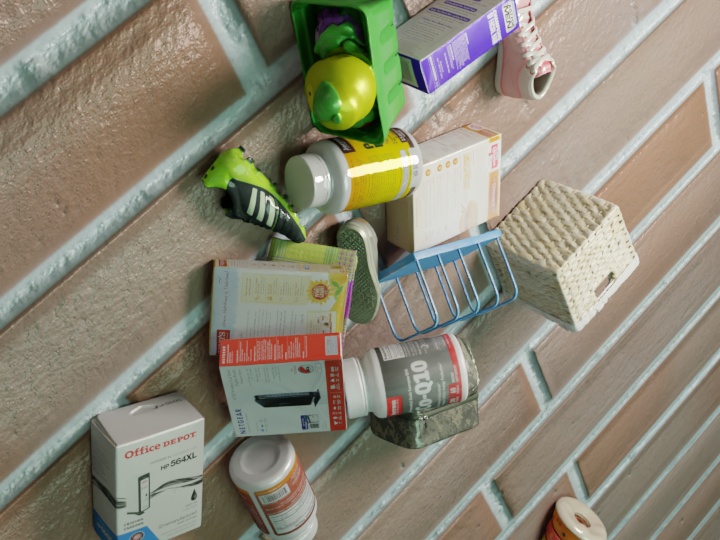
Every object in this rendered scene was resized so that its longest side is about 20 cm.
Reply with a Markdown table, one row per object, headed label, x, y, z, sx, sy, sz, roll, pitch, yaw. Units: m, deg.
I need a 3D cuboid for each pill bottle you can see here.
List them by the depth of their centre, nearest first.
| label | x | y | z | sx | sy | sz | roll | pitch | yaw |
| --- | --- | --- | --- | --- | --- | --- | --- | --- | --- |
| pill bottle | -0.011 | -0.146 | 1.404 | 0.198 | 0.109 | 0.110 | -16 | 123 | -36 |
| pill bottle | 0.067 | 0.176 | 1.546 | 0.197 | 0.114 | 0.115 | -11 | 123 | -7 |
| pill bottle | -0.137 | 0.372 | 1.573 | 0.112 | 0.112 | 0.201 | -36 | 133 | -21 |

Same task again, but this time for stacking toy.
| label | x | y | z | sx | sy | sz | roll | pitch | yaw |
| --- | --- | --- | --- | --- | --- | --- | --- | --- | --- |
| stacking toy | 0.491 | 0.668 | 2.309 | 0.145 | 0.146 | 0.201 | 11 | 120 | -44 |

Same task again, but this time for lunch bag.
| label | x | y | z | sx | sy | sz | roll | pitch | yaw |
| --- | --- | --- | --- | --- | --- | --- | --- | --- | --- |
| lunch bag | 0.114 | 0.210 | 1.701 | 0.198 | 0.139 | 0.170 | -10 | 103 | -39 |

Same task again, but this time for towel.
| label | x | y | z | sx | sy | sz | roll | pitch | yaw |
| --- | --- | --- | --- | --- | --- | --- | --- | --- | --- |
| towel | -0.087 | 0.055 | 1.446 | 0.142 | 0.023 | 0.202 | 9 | 103 | -9 |

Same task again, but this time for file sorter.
| label | x | y | z | sx | sy | sz | roll | pitch | yaw |
| --- | --- | --- | --- | --- | --- | --- | --- | --- | --- |
| file sorter | 0.144 | 0.027 | 1.587 | 0.198 | 0.138 | 0.124 | -16 | 82 | -36 |

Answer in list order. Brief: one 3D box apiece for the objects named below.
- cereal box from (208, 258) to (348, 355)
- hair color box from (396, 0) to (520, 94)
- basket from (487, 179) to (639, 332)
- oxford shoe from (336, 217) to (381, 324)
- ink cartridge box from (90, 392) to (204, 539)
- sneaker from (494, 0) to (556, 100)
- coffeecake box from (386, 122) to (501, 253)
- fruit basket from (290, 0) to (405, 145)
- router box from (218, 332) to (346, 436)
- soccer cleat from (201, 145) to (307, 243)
| label | x | y | z | sx | sy | sz | roll | pitch | yaw |
| --- | --- | --- | --- | --- | --- | --- | --- | --- | --- |
| cereal box | -0.123 | 0.059 | 1.401 | 0.197 | 0.040 | 0.146 | 4 | 113 | -9 |
| hair color box | 0.132 | -0.353 | 1.420 | 0.200 | 0.109 | 0.065 | -40 | 134 | -18 |
| basket | 0.371 | -0.032 | 1.748 | 0.198 | 0.199 | 0.161 | -45 | 133 | -14 |
| oxford shoe | 0.000 | 0.000 | 1.531 | 0.058 | 0.074 | 0.202 | -64 | 155 | -51 |
| ink cartridge box | -0.312 | 0.300 | 1.394 | 0.145 | 0.084 | 0.202 | -14 | 122 | -36 |
| sneaker | 0.273 | -0.372 | 1.543 | 0.075 | 0.104 | 0.202 | -23 | 125 | -29 |
| coffeecake box | 0.139 | -0.138 | 1.570 | 0.199 | 0.073 | 0.155 | -24 | 127 | -31 |
| fruit basket | -0.029 | -0.261 | 1.289 | 0.215 | 0.154 | 0.218 | -28 | 127 | -46 |
| router box | -0.112 | 0.176 | 1.429 | 0.177 | 0.049 | 0.201 | -4 | 140 | -1 |
| soccer cleat | -0.149 | -0.095 | 1.350 | 0.081 | 0.068 | 0.200 | -39 | 134 | 3 |
